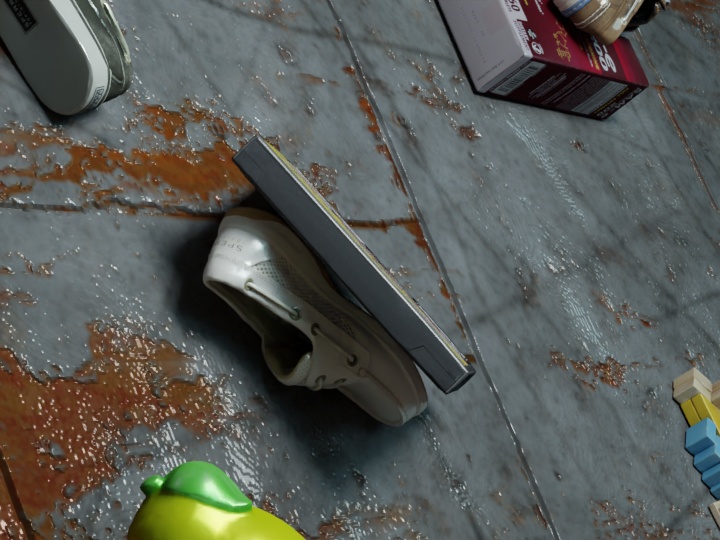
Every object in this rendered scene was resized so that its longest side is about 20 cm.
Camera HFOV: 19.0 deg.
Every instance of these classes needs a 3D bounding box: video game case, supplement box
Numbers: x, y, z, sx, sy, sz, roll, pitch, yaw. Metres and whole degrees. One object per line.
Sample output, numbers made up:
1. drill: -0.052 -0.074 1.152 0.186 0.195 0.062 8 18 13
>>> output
1. video game case: 0.000 0.000 1.415 0.200 0.025 0.181 48 1 5
2. supplement box: 0.160 -0.202 1.874 0.199 0.061 0.110 6 56 -52

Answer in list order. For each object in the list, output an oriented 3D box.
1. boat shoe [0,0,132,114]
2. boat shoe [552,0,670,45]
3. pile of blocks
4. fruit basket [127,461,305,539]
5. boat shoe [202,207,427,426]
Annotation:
1. boat shoe: -0.213 -0.195 1.386 0.064 0.070 0.201 -30 94 -57
2. boat shoe: 0.232 -0.248 1.898 0.073 0.072 0.200 55 40 -4
3. pile of blocks: 0.320 0.165 1.748 0.082 0.062 0.201 -10 69 -55
4. fruit basket: -0.047 0.199 1.115 0.155 0.215 0.217 6 56 -49
5. boat shoe: -0.035 0.047 1.403 0.200 0.070 0.070 46 59 -28
